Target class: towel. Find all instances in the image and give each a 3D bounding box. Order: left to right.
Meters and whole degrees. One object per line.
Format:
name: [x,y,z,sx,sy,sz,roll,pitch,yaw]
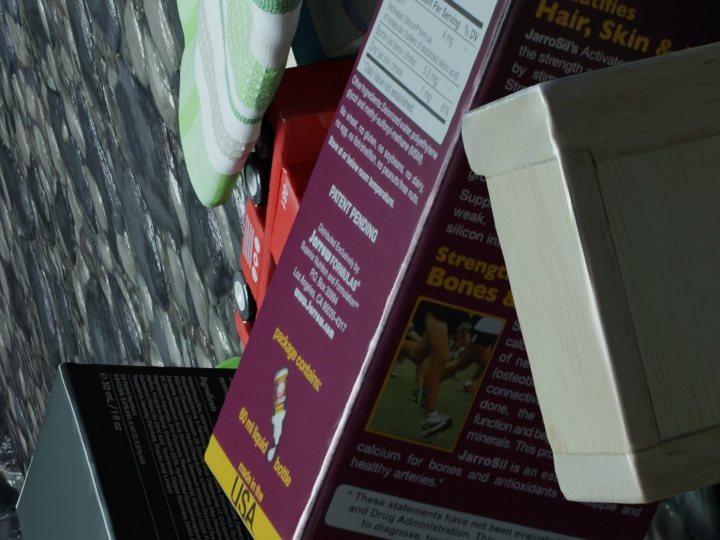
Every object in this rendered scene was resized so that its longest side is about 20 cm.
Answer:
towel: [-0.052,-0.123,0.899,0.200,0.031,0.149,119,148,-67]

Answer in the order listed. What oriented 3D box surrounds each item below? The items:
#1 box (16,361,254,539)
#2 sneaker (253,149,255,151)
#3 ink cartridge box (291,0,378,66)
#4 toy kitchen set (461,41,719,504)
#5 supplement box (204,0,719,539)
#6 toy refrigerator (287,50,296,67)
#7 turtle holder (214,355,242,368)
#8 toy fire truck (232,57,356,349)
box: [-0.018,0.126,0.793,0.200,0.141,0.079,-112,32,-43]
sneaker: [-0.021,-0.118,1.115,0.081,0.076,0.200,-114,24,-50]
ink cartridge box: [0.019,-0.161,0.883,0.200,0.085,0.145,164,91,-76]
toy kitchen set: [0.083,-0.050,0.570,0.200,0.180,0.163,166,90,-71]
supplement box: [0.046,-0.003,0.734,0.200,0.110,0.086,-69,27,14]
toy refrigerator: [0.031,-0.048,0.988,0.200,0.070,0.076,-150,52,-68]
turtle holder: [-0.050,0.116,1.227,0.132,0.185,0.141,88,163,-86]
toy fire truck: [0.000,0.000,0.910,0.200,0.049,0.141,99,155,-46]
